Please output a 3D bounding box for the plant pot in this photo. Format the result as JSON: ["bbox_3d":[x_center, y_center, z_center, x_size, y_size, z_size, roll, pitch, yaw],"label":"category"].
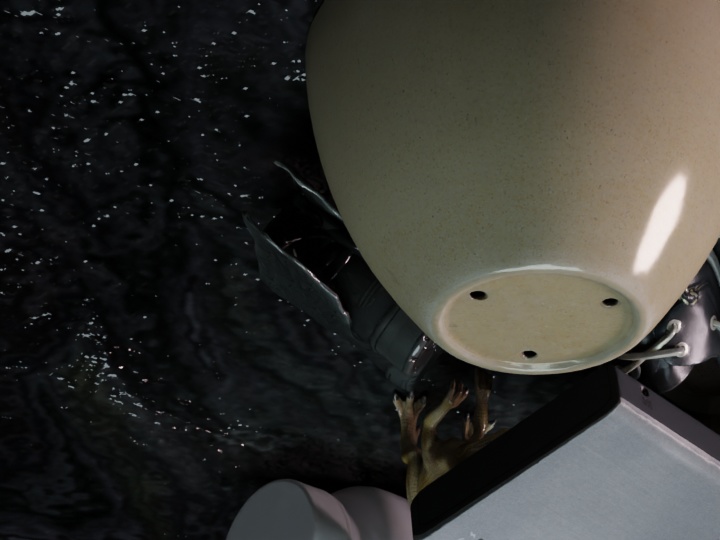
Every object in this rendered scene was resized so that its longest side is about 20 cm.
[{"bbox_3d":[0.074,-0.036,1.173,0.199,0.135,0.201,1,150,1],"label":"plant pot"}]

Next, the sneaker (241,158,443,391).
[{"bbox_3d":[-0.002,0.003,1.310,0.104,0.060,0.200,37,179,5],"label":"sneaker"}]

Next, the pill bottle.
[{"bbox_3d":[0.021,0.188,1.579,0.200,0.111,0.111,26,142,-36],"label":"pill bottle"}]

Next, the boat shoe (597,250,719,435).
[{"bbox_3d":[0.151,0.034,1.361,0.075,0.061,0.200,-16,146,26],"label":"boat shoe"}]

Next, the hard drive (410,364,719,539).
[{"bbox_3d":[0.144,0.134,1.389,0.200,0.033,0.139,32,125,-32],"label":"hard drive"}]

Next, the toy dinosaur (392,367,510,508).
[{"bbox_3d":[0.041,0.117,1.463,0.058,0.101,0.200,7,146,-3],"label":"toy dinosaur"}]
